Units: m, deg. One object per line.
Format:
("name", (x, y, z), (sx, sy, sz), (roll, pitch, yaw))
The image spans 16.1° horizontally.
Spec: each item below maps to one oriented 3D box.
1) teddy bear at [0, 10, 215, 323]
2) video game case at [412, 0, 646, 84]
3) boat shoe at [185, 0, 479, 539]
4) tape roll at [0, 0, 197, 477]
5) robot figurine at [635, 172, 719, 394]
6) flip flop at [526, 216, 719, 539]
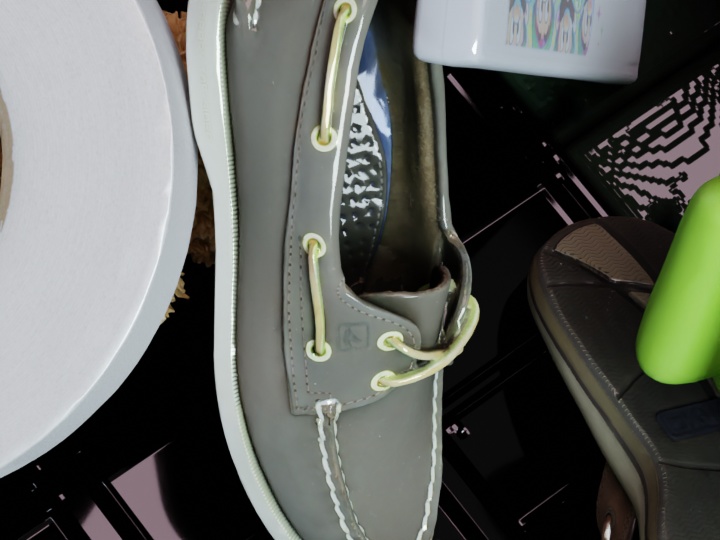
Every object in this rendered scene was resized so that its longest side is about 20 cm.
("teddy bear", (-0.081, -0.044, 0.789), (0.200, 0.067, 0.145), (18, 63, -4))
("video game case", (0.063, -0.149, 0.764), (0.024, 0.200, 0.182), (7, 95, 18))
("boat shoe", (-0.002, 0.001, 0.733), (0.072, 0.060, 0.202), (-29, 118, -47))
("tape roll", (-0.148, -0.030, 0.725), (0.203, 0.037, 0.203), (0, 90, 9))
("robot figurine", (0.181, 0.002, 0.757), (0.200, 0.116, 0.175), (-13, 43, -33))
("flip flop", (0.102, 0.071, 0.786), (0.081, 0.058, 0.200), (-7, 53, -24))
